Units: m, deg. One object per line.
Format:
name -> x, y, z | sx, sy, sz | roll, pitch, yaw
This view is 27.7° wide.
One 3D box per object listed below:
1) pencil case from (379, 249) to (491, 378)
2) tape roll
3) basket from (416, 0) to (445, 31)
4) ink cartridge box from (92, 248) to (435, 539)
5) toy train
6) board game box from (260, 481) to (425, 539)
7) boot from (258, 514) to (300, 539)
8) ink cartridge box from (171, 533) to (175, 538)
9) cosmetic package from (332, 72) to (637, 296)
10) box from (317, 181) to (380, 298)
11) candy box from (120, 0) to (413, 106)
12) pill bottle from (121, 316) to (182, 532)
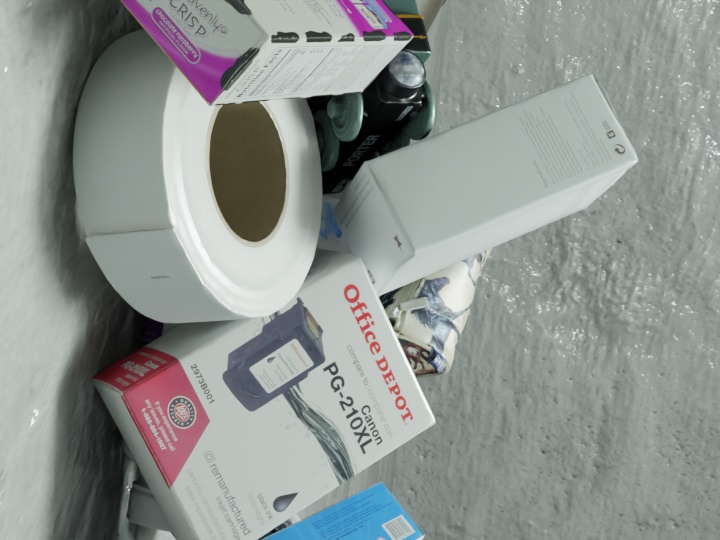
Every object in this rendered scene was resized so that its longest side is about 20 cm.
pencil case -> 0.065, -0.013, 1.169 | 0.089, 0.078, 0.200 | 81, 29, -67
tape roll -> -0.103, -0.065, 0.973 | 0.202, 0.071, 0.203 | 13, 76, -62
basket -> -0.020, -0.209, 1.423 | 0.136, 0.180, 0.200 | 40, 59, -35
ink cartridge box -> -0.066, 0.093, 1.052 | 0.084, 0.200, 0.145 | 8, -54, 64
toy train -> -0.009, -0.129, 1.093 | 0.200, 0.085, 0.114 | 136, -54, -59
board game box -> -0.075, 0.263, 1.087 | 0.200, 0.056, 0.196 | -17, 150, -49
boot -> -0.128, 0.266, 1.155 | 0.200, 0.073, 0.090 | -43, -177, 20
ink cartridge box -> -0.114, 0.151, 1.216 | 0.037, 0.095, 0.200 | 12, 113, -45
cosmetic package -> 0.091, -0.062, 1.089 | 0.081, 0.200, 0.113 | 65, -22, 10
box -> 0.000, 0.000, 1.278 | 0.101, 0.112, 0.200 | -52, 148, -51
candy box -> -0.067, -0.174, 0.918 | 0.061, 0.136, 0.200 | -46, 167, 25
pill bottle -> -0.124, 0.100, 1.135 | 0.111, 0.111, 0.200 | 35, 65, -82
